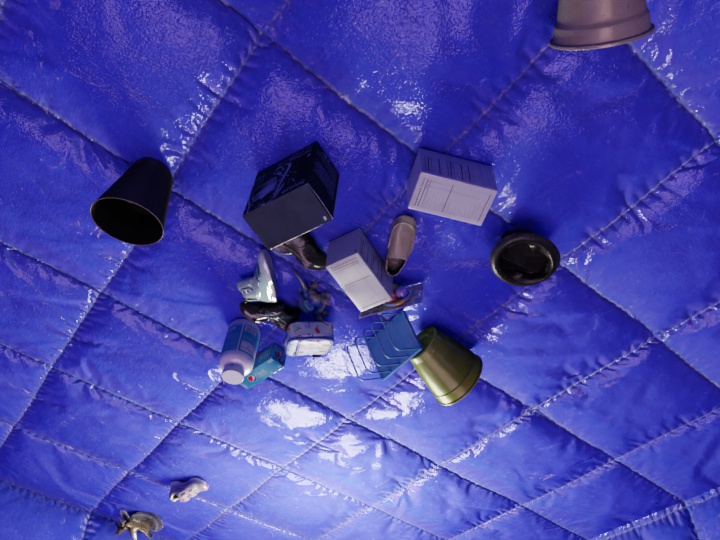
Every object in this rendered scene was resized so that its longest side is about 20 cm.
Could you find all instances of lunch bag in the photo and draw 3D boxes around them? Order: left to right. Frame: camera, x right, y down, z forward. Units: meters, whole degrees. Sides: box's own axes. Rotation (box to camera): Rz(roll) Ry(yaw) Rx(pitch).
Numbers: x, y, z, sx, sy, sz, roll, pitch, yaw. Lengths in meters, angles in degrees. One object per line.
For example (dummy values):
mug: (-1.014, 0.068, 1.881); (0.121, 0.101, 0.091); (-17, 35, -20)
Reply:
lunch bag: (-0.168, 0.221, 1.851); (0.157, 0.077, 0.201); (-2, 156, -13)

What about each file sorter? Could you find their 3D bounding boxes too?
file sorter: (0.067, 0.239, 1.830); (0.121, 0.140, 0.200); (3, 142, -44)

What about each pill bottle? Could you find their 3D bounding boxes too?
pill bottle: (-0.389, 0.261, 1.864); (0.108, 0.202, 0.112); (2, 132, 2)

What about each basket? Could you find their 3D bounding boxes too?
basket: (-0.560, -0.184, 1.486); (0.177, 0.202, 0.137); (18, 131, -11)

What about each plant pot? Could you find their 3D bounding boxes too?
plant pot: (0.256, 0.291, 1.871); (0.193, 0.202, 0.200); (43, 122, -16)
plant pot: (0.465, -0.548, 1.126); (0.196, 0.202, 0.186); (-7, 119, 10)

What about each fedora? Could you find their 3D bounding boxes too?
fedora: (0.448, -0.050, 1.610); (0.196, 0.092, 0.203); (2, 131, 2)

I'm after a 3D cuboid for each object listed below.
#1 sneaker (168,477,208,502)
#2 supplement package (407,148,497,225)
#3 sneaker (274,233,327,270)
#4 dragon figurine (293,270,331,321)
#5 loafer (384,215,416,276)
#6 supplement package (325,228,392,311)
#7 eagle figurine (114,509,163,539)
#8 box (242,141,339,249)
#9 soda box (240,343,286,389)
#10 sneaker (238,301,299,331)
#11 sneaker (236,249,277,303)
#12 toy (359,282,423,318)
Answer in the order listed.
sneaker: (-0.766, 0.986, 2.596); (0.197, 0.089, 0.082); (-16, 129, 17)
supplement package: (0.226, -0.210, 1.463); (0.196, 0.111, 0.115); (13, 131, -8)
sneaker: (-0.160, -0.070, 1.649); (0.198, 0.077, 0.091); (27, 121, -22)
dragon figurine: (-0.158, 0.090, 1.794); (0.099, 0.059, 0.199); (-35, 122, 29)
loafer: (0.113, -0.063, 1.636); (0.074, 0.069, 0.202); (7, 131, -3)
supplement package: (0.000, 0.000, 1.671); (0.112, 0.111, 0.201); (-22, 127, 21)
eagle figurine: (-1.087, 1.248, 2.843); (0.198, 0.154, 0.150); (7, -176, -43)
box: (-0.168, -0.188, 1.460); (0.197, 0.199, 0.124); (-23, 127, 21)
soda box: (-0.345, 0.332, 2.012); (0.199, 0.068, 0.064); (-33, 121, 28)
sneaker: (-0.284, 0.125, 1.835); (0.197, 0.076, 0.080); (18, 121, -24)
sneaker: (-0.316, 0.025, 1.733); (0.116, 0.075, 0.203); (-3, 134, -2)
toy: (0.087, 0.074, 1.733); (0.197, 0.116, 0.048); (-18, 115, 18)
